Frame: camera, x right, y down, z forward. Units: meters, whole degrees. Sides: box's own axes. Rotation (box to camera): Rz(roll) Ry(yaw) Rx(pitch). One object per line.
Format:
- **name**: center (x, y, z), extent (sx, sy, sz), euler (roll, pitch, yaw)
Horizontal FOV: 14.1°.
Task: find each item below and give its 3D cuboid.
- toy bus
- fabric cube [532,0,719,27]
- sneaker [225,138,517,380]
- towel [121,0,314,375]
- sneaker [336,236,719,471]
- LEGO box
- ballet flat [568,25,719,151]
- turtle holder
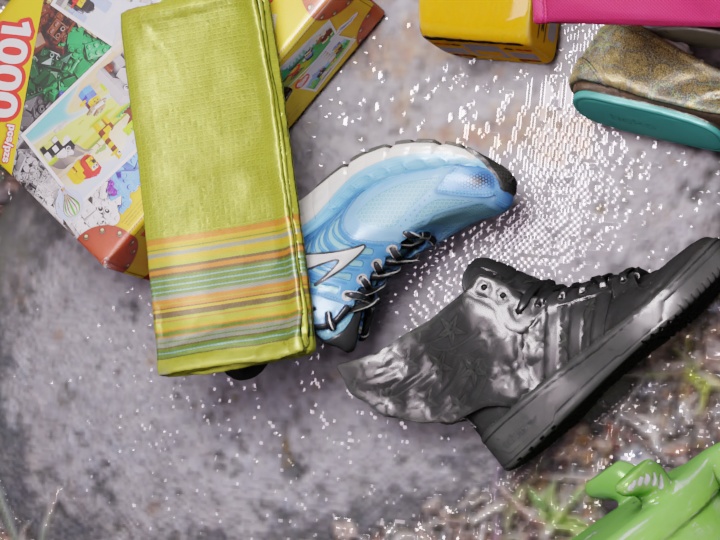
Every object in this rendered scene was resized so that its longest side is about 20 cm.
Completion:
- **toy bus**: center (0.079, -0.216, 1.554), extent (0.065, 0.078, 0.200), euler (6, 85, 21)
- **fabric cube**: center (0.200, -0.231, 1.422), extent (0.199, 0.200, 0.196), euler (3, 109, 19)
- **sneaker**: center (0.000, 0.000, 1.552), extent (0.200, 0.078, 0.090), euler (-27, 63, 24)
- **towel**: center (-0.077, -0.048, 1.529), extent (0.086, 0.018, 0.200), euler (-11, 80, 18)
- **sneaker**: center (0.093, 0.026, 1.529), extent (0.200, 0.060, 0.104), euler (-43, 76, 13)
- **LEGO box**: center (-0.111, -0.119, 1.609), extent (0.149, 0.077, 0.200), euler (43, 98, 19)
- **ballet flat**: center (0.205, -0.084, 1.505), extent (0.200, 0.071, 0.071), euler (22, 91, 20)
- **turtle holder**: center (0.152, 0.164, 1.466), extent (0.185, 0.141, 0.132), euler (-35, 88, -28)
